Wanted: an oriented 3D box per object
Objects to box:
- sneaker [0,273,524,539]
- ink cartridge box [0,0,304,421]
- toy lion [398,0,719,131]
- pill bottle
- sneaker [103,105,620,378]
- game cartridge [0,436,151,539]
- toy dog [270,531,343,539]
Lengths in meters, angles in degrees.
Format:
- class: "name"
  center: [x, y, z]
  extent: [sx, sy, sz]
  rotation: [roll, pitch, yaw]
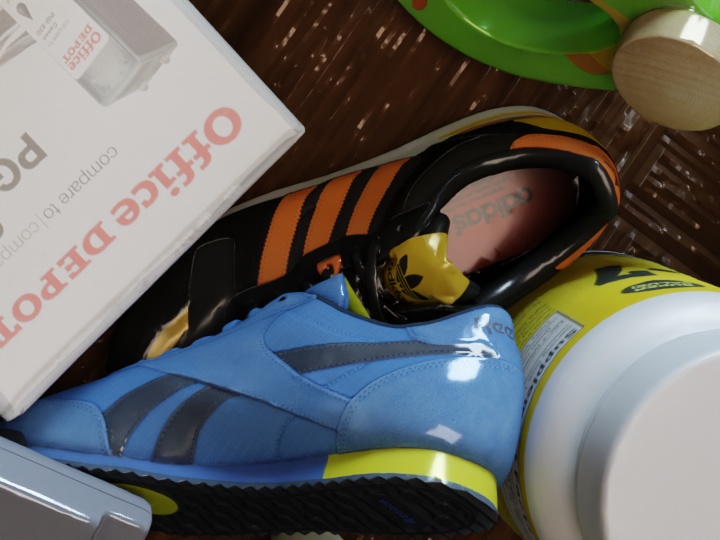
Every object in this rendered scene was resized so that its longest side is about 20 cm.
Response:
- class: "sneaker"
  center: [-0.036, 0.046, 0.796]
  extent: [0.199, 0.066, 0.079]
  rotation: [-4, 65, 28]
- class: "ink cartridge box"
  center: [-0.138, -0.071, 0.799]
  extent: [0.146, 0.085, 0.200]
  rotation: [-44, 104, -3]
- class: "toy lion"
  center: [0.033, -0.143, 0.795]
  extent: [0.069, 0.190, 0.201]
  rotation: [-62, 145, -32]
- class: "pill bottle"
  center: [0.102, 0.058, 0.798]
  extent: [0.113, 0.200, 0.115]
  rotation: [-1, 97, -9]
- class: "sneaker"
  center: [0.000, 0.000, 0.829]
  extent: [0.199, 0.090, 0.070]
  rotation: [-27, 100, -6]
- class: "game cartridge"
  center: [-0.170, 0.129, 0.802]
  extent: [0.132, 0.041, 0.201]
  rotation: [23, 119, -16]
- class: "toy dog"
  center: [-0.048, 0.206, 0.799]
  extent: [0.199, 0.194, 0.140]
  rotation: [-35, 114, -11]
